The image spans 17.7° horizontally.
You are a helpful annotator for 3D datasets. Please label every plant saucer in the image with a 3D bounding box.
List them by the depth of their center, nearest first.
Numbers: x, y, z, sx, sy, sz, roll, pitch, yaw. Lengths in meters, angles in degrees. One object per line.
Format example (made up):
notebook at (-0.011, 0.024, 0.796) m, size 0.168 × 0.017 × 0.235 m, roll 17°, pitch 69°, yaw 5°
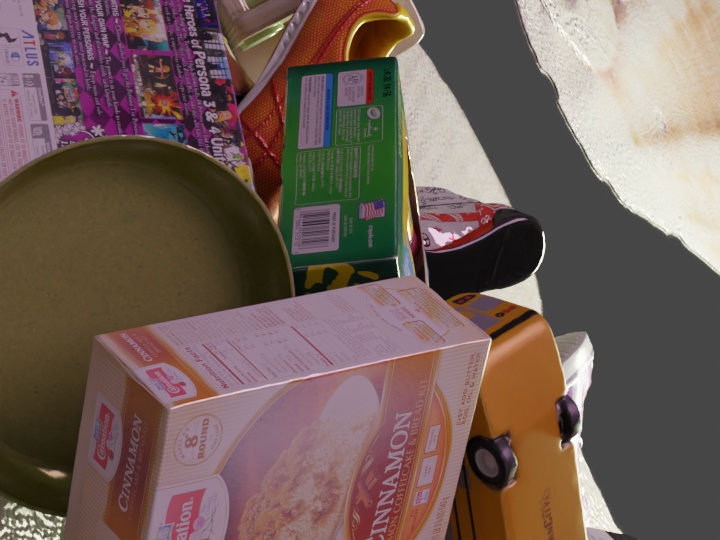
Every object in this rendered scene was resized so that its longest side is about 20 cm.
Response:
plant saucer at (-0.129, 0.026, 1.171) m, size 0.200 × 0.200 × 0.031 m, roll 50°, pitch -8°, yaw -30°

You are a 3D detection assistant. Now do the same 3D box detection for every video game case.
video game case at (-0.150, -0.069, 1.241) m, size 0.180 × 0.036 × 0.201 m, roll -2°, pitch 63°, yaw -24°

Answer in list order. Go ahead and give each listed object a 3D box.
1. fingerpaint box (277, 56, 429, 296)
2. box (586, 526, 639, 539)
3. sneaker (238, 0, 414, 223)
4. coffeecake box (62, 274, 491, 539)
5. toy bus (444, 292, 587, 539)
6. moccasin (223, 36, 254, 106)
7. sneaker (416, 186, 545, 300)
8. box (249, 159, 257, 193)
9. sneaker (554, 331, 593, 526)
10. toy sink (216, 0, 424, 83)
fingerpaint box at (0.000, 0.000, 1.355) m, size 0.200 × 0.073 × 0.167 m, roll -89°, pitch 171°, yaw -52°
box at (0.091, 0.181, 1.392) m, size 0.199 × 0.049 × 0.082 m, roll 14°, pitch 12°, yaw -22°
sneaker at (-0.034, -0.090, 1.451) m, size 0.201 × 0.077 × 0.073 m, roll -63°, pitch 152°, yaw -3°
coffeecake box at (-0.044, 0.098, 1.173) m, size 0.199 × 0.154 × 0.073 m, roll -11°, pitch 35°, yaw -36°
toy bus at (0.077, 0.119, 1.275) m, size 0.065 × 0.078 × 0.201 m, roll -29°, pitch 121°, yaw -37°
moccasin at (-0.130, -0.138, 1.412) m, size 0.201 × 0.074 × 0.078 m, roll 9°, pitch 52°, yaw -59°
sneaker at (0.020, -0.010, 1.604) m, size 0.201 × 0.108 × 0.068 m, roll -14°, pitch 111°, yaw -32°
box at (-0.101, 0.014, 1.343) m, size 0.117 × 0.060 × 0.201 m, roll 28°, pitch 43°, yaw -53°
sneaker at (0.137, 0.132, 1.705) m, size 0.115 × 0.072 × 0.201 m, roll 61°, pitch 35°, yaw -16°
toy sink at (-0.047, -0.218, 1.539) m, size 0.201 × 0.130 × 0.112 m, roll 64°, pitch -5°, yaw -5°
